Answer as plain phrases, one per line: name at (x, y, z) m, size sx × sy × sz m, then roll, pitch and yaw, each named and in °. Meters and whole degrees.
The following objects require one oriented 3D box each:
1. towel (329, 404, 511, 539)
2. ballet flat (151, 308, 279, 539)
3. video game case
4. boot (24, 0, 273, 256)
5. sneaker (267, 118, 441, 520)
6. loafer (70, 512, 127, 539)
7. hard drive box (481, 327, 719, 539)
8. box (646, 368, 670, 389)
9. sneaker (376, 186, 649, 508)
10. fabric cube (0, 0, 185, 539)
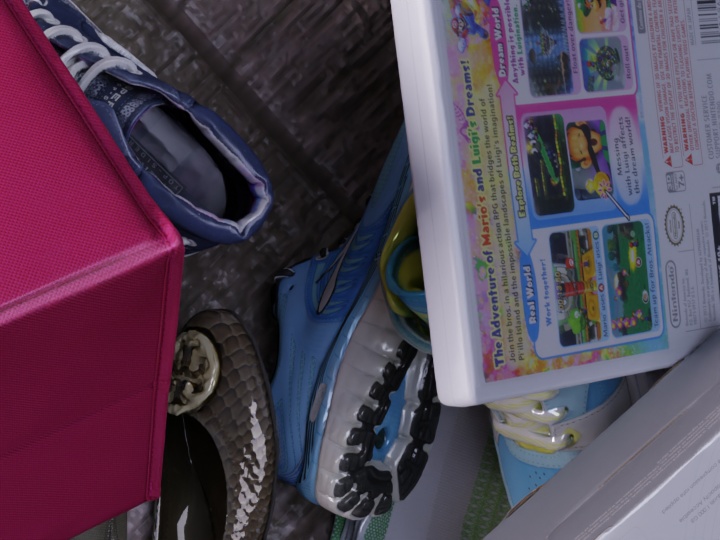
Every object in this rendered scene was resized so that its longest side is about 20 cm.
towel at (0.091, 0.100, 1.272) m, size 0.199 × 0.031 × 0.150 m, roll 18°, pitch 82°, yaw -20°
ballet flat at (-0.071, 0.116, 1.190) m, size 0.046 × 0.067 × 0.201 m, roll 2°, pitch 93°, yaw -33°
video game case at (0.087, -0.058, 1.103) m, size 0.182 × 0.024 × 0.201 m, roll -8°, pitch 92°, yaw -44°
boot at (-0.121, -0.081, 1.165) m, size 0.200 × 0.090 × 0.073 m, roll 37°, pitch 75°, yaw -16°
sneaker at (0.000, 0.000, 1.206) m, size 0.078 × 0.090 × 0.201 m, roll 35°, pitch 75°, yaw -54°
loafer at (-0.132, 0.092, 1.173) m, size 0.070 × 0.075 × 0.201 m, roll 47°, pitch 58°, yaw -57°
hard drive box at (0.160, 0.145, 1.105) m, size 0.156 × 0.077 × 0.200 m, roll -40°, pitch 107°, yaw -9°
box at (0.128, 0.016, 1.268) m, size 0.110 × 0.035 × 0.201 m, roll -2°, pitch 81°, yaw -27°
sneaker at (0.057, 0.036, 1.154) m, size 0.130 × 0.079 × 0.201 m, roll -18°, pitch 107°, yaw -52°
fabric cube at (-0.200, 0.008, 1.039) m, size 0.199 × 0.200 × 0.196 m, roll -24°, pitch 63°, yaw -20°
